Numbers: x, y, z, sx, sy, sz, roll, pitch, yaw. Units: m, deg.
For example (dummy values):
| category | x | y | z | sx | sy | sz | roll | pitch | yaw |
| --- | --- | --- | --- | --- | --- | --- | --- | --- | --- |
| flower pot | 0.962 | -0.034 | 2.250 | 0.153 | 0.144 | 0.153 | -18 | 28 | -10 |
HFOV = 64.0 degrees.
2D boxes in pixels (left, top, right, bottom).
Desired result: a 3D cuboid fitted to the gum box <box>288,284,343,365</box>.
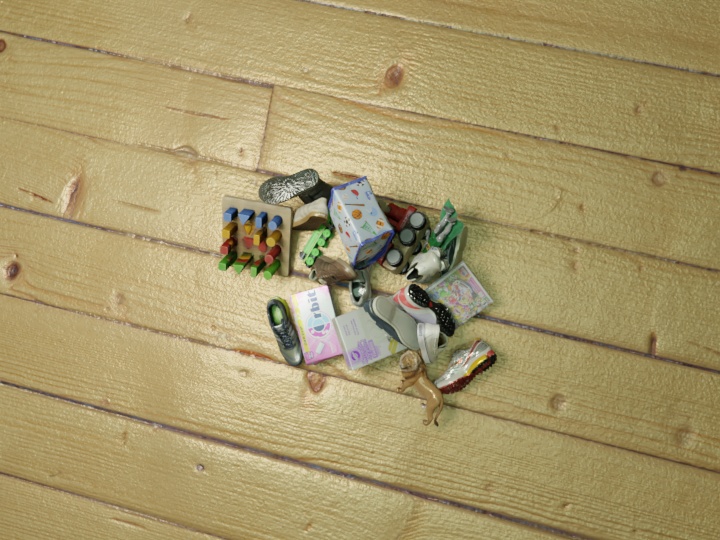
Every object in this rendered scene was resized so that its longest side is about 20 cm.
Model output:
| category | x | y | z | sx | sy | sz | roll | pitch | yaw |
| --- | --- | --- | --- | --- | --- | --- | --- | --- | --- |
| gum box | -0.114 | 0.152 | 1.587 | 0.111 | 0.066 | 0.205 | -15 | 87 | 4 |

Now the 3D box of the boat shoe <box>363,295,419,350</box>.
| category | x | y | z | sx | sy | sz | roll | pitch | yaw |
| --- | --- | --- | --- | --- | --- | --- | --- | --- | --- |
| boat shoe | 0.084 | 0.140 | 1.493 | 0.199 | 0.061 | 0.076 | 39 | 58 | -30 |

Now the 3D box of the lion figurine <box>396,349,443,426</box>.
| category | x | y | z | sx | sy | sz | roll | pitch | yaw |
| --- | --- | --- | --- | --- | --- | --- | --- | --- | --- |
| lion figurine | 0.167 | 0.310 | 1.526 | 0.200 | 0.072 | 0.123 | 45 | 124 | 7 |

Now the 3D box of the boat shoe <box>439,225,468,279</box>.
| category | x | y | z | sx | sy | sz | roll | pitch | yaw |
| --- | --- | --- | --- | --- | --- | --- | --- | --- | --- |
| boat shoe | 0.234 | -0.028 | 1.559 | 0.065 | 0.074 | 0.204 | 18 | 105 | 30 |

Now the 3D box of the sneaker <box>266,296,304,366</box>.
| category | x | y | z | sx | sy | sz | roll | pitch | yaw |
| --- | --- | --- | --- | --- | --- | --- | --- | --- | --- |
| sneaker | -0.215 | 0.170 | 1.589 | 0.073 | 0.081 | 0.204 | -25 | 86 | 4 |

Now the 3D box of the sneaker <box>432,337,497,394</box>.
| category | x | y | z | sx | sy | sz | roll | pitch | yaw |
| --- | --- | --- | --- | --- | --- | --- | --- | --- | --- |
| sneaker | 0.271 | 0.261 | 1.551 | 0.199 | 0.078 | 0.083 | -39 | 52 | 11 |

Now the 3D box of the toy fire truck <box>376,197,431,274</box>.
| category | x | y | z | sx | sy | sz | roll | pitch | yaw |
| --- | --- | --- | --- | --- | --- | --- | --- | --- | --- |
| toy fire truck | 0.068 | -0.114 | 1.563 | 0.198 | 0.129 | 0.178 | 32 | 87 | 25 |

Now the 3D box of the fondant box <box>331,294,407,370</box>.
| category | x | y | z | sx | sy | sz | roll | pitch | yaw |
| --- | --- | --- | --- | --- | --- | --- | --- | --- | --- |
| fondant box | 0.038 | 0.164 | 1.544 | 0.196 | 0.058 | 0.147 | -19 | 87 | -16 |

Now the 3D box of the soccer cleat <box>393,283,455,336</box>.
| category | x | y | z | sx | sy | sz | roll | pitch | yaw |
| --- | --- | --- | --- | --- | --- | --- | --- | --- | --- |
| soccer cleat | 0.171 | 0.108 | 1.508 | 0.199 | 0.072 | 0.069 | 39 | 52 | -26 |

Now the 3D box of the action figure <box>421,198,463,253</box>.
| category | x | y | z | sx | sy | sz | roll | pitch | yaw |
| --- | --- | --- | --- | --- | --- | --- | --- | --- | --- |
| action figure | 0.200 | -0.077 | 1.523 | 0.053 | 0.202 | 0.120 | 7 | 46 | -18 |

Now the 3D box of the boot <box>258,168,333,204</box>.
| category | x | y | z | sx | sy | sz | roll | pitch | yaw |
| --- | --- | --- | --- | --- | --- | --- | --- | --- | --- |
| boot | -0.162 | -0.206 | 1.536 | 0.177 | 0.200 | 0.074 | -12 | 88 | 6 |

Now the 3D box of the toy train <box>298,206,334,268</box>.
| category | x | y | z | sx | sy | sz | roll | pitch | yaw |
| --- | --- | --- | --- | --- | --- | --- | --- | --- | --- |
| toy train | -0.108 | -0.101 | 1.609 | 0.056 | 0.042 | 0.202 | 32 | 92 | 15 |

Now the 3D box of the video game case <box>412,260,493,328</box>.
| category | x | y | z | sx | sy | sz | roll | pitch | yaw |
| --- | --- | --- | --- | --- | --- | --- | --- | --- | --- |
| video game case | 0.235 | 0.088 | 1.536 | 0.199 | 0.018 | 0.144 | -37 | 108 | 14 |

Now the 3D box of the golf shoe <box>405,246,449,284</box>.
| category | x | y | z | sx | sy | sz | roll | pitch | yaw |
| --- | --- | --- | --- | --- | --- | --- | --- | --- | --- |
| golf shoe | 0.147 | -0.002 | 1.488 | 0.096 | 0.200 | 0.079 | -26 | 81 | -19 |

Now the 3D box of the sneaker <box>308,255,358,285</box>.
| category | x | y | z | sx | sy | sz | roll | pitch | yaw |
| --- | --- | --- | --- | --- | --- | --- | --- | --- | --- |
| sneaker | -0.074 | 0.013 | 1.531 | 0.070 | 0.199 | 0.076 | 44 | 77 | -24 |

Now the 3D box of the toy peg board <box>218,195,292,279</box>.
| category | x | y | z | sx | sy | sz | roll | pitch | yaw |
| --- | --- | --- | --- | --- | --- | --- | --- | --- | --- |
| toy peg board | -0.293 | -0.077 | 1.555 | 0.195 | 0.098 | 0.204 | 10 | 117 | 7 |

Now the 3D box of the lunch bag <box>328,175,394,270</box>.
| category | x | y | z | sx | sy | sz | roll | pitch | yaw |
| --- | --- | --- | --- | --- | --- | --- | --- | --- | --- |
| lunch bag | -0.005 | -0.112 | 1.469 | 0.122 | 0.201 | 0.173 | -20 | 73 | -19 |

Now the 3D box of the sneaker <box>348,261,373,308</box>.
| category | x | y | z | sx | sy | sz | roll | pitch | yaw |
| --- | --- | --- | --- | --- | --- | --- | --- | --- | --- |
| sneaker | 0.000 | 0.000 | 1.567 | 0.074 | 0.092 | 0.206 | -4 | 88 | 5 |

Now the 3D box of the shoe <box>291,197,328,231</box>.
| category | x | y | z | sx | sy | sz | roll | pitch | yaw |
| --- | --- | --- | --- | --- | --- | --- | --- | --- | --- |
| shoe | -0.134 | -0.146 | 1.544 | 0.068 | 0.199 | 0.055 | 9 | 78 | -26 |

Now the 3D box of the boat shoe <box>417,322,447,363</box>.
| category | x | y | z | sx | sy | sz | roll | pitch | yaw |
| --- | --- | --- | --- | --- | --- | --- | --- | --- | --- |
| boat shoe | 0.193 | 0.188 | 1.493 | 0.068 | 0.201 | 0.072 | -4 | 59 | 13 |
